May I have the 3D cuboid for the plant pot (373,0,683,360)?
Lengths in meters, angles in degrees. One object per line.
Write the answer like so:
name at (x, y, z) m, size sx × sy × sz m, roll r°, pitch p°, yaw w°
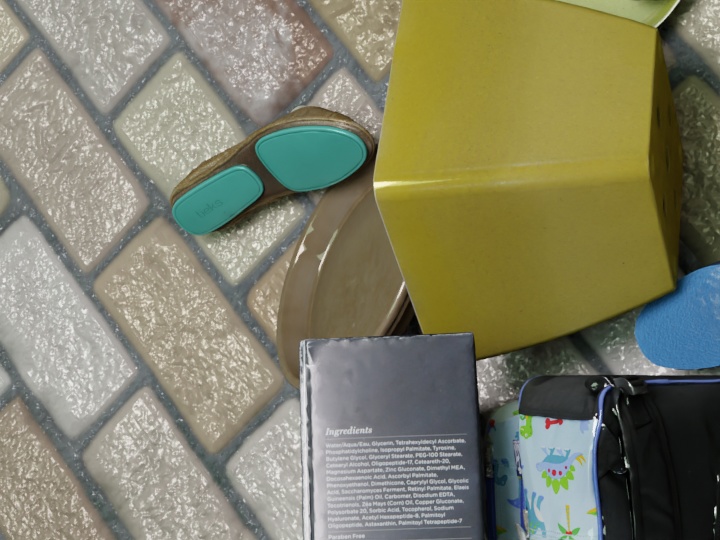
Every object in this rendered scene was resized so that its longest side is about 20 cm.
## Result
plant pot at (0.126, -0.072, 1.570) m, size 0.176 × 0.200 × 0.200 m, roll -4°, pitch 49°, yaw 16°

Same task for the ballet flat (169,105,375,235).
ballet flat at (-0.064, -0.089, 1.771) m, size 0.200 × 0.072 × 0.068 m, roll -27°, pitch 116°, yaw 36°

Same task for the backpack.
backpack at (0.179, 0.171, 1.545) m, size 0.147 × 0.183 × 0.201 m, roll -4°, pitch 86°, yaw 50°

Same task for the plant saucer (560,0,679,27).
plant saucer at (0.167, -0.249, 1.684) m, size 0.200 × 0.031 × 0.201 m, roll -4°, pitch 81°, yaw 28°

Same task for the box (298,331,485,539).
box at (0.023, 0.161, 1.555) m, size 0.124 × 0.200 × 0.197 m, roll -4°, pitch 76°, yaw 1°

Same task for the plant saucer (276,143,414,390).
plant saucer at (0.000, 0.000, 1.697) m, size 0.200 × 0.029 × 0.200 m, roll -42°, pitch 35°, yaw 40°

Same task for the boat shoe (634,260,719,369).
boat shoe at (0.288, 0.019, 1.565) m, size 0.200 × 0.069 × 0.084 m, roll -21°, pitch 83°, yaw 25°
